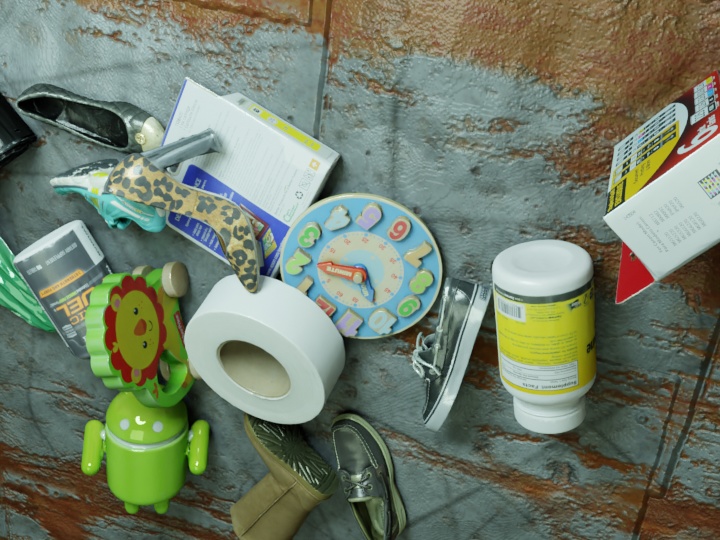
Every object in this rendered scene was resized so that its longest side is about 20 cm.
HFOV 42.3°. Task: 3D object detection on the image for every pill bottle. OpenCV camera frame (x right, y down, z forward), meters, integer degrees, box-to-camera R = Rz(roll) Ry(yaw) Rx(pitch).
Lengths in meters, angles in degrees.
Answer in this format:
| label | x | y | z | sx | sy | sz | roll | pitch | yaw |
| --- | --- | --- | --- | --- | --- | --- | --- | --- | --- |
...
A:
| label | x | y | z | sx | sy | sz | roll | pitch | yaw |
| --- | --- | --- | --- | --- | --- | --- | --- | --- | --- |
| pill bottle | -0.366 | 0.043 | 1.247 | 0.105 | 0.106 | 0.202 | -21 | 108 | 27 |
| pill bottle | 0.211 | 0.077 | 1.058 | 0.111 | 0.113 | 0.203 | 1 | 117 | 19 |

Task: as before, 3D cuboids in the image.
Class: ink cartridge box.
| label | x | y | z | sx | sy | sz | roll | pitch | yaw |
| --- | --- | --- | --- | --- | --- | --- | --- | --- | --- |
| ink cartridge box | 0.297 | -0.083 | 0.895 | 0.084 | 0.200 | 0.175 | 47 | 120 | -8 |
| ink cartridge box | -0.152 | -0.108 | 1.134 | 0.198 | 0.047 | 0.199 | 33 | 123 | 3 |

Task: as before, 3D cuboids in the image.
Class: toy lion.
| label | x | y | z | sx | sy | sz | roll | pitch | yaw |
| --- | --- | --- | --- | --- | --- | --- | --- | --- | --- |
| toy lion | -0.275 | 0.090 | 1.188 | 0.068 | 0.192 | 0.203 | -4 | 115 | 21 |

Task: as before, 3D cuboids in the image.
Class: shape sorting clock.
| label | x | y | z | sx | sy | sz | roll | pitch | yaw |
| --- | --- | --- | --- | --- | --- | --- | --- | --- | --- |
| shape sorting clock | 0.000 | 0.000 | 1.120 | 0.196 | 0.039 | 0.203 | 5 | 125 | 6 |

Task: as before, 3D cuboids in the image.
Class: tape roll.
| label | x | y | z | sx | sy | sz | roll | pitch | yaw |
| --- | --- | --- | --- | --- | --- | --- | --- | --- | --- |
| tape roll | -0.121 | 0.102 | 1.178 | 0.200 | 0.071 | 0.204 | 16 | 138 | 15 |

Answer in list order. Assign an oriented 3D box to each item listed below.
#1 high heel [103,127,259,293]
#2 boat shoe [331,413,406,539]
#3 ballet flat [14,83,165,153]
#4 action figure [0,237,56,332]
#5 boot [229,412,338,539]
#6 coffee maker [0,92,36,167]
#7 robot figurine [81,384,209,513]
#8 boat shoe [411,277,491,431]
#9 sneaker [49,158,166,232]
| label | x | y | z | sx | sy | sz | roll | pitch | yaw |
| --- | --- | --- | --- | --- | --- | --- | --- | --- | --- |
| high heel | -0.202 | -0.048 | 1.076 | 0.071 | 0.141 | 0.203 | 6 | 118 | 68 |
| boat shoe | 0.008 | 0.292 | 1.263 | 0.071 | 0.066 | 0.203 | -11 | 111 | 24 |
| ballet flat | -0.331 | -0.180 | 1.150 | 0.197 | 0.057 | 0.067 | 17 | 121 | 11 |
| action figure | -0.474 | 0.025 | 1.306 | 0.199 | 0.055 | 0.118 | 38 | 120 | -10 |
| boot | -0.139 | 0.303 | 1.322 | 0.176 | 0.066 | 0.200 | 48 | 129 | 9 |
| coffee maker | -0.499 | -0.218 | 1.146 | 0.191 | 0.135 | 0.201 | -29 | 104 | 28 |
| robot figurine | -0.303 | 0.248 | 1.321 | 0.172 | 0.116 | 0.203 | 3 | 117 | -8 |
| boat shoe | 0.098 | 0.102 | 1.132 | 0.067 | 0.074 | 0.202 | 18 | 120 | 5 |
| sneaker | -0.314 | -0.090 | 1.153 | 0.198 | 0.077 | 0.081 | 13 | 119 | 38 |
